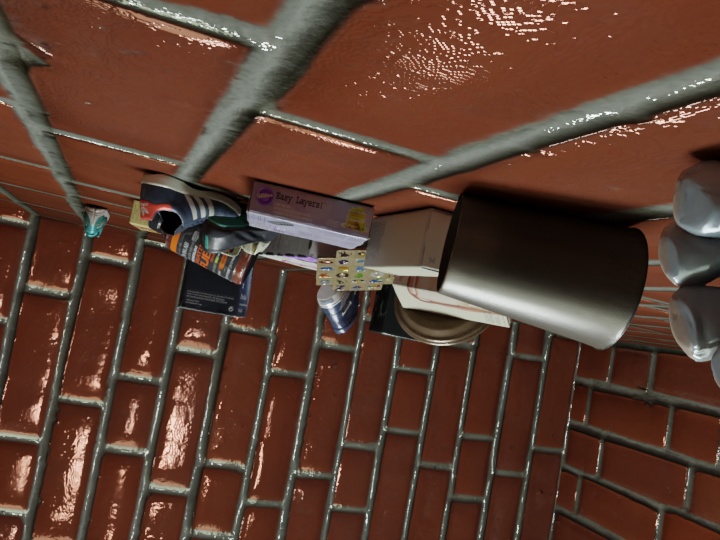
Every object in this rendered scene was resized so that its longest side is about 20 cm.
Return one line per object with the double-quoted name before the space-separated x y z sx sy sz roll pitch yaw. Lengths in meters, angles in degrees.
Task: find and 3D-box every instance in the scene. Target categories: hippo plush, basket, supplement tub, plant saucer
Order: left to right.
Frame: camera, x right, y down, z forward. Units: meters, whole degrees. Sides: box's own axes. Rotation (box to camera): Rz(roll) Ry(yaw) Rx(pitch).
"supplement tub" -0.279 -0.064 1.333 0.196 0.109 0.107 26 175 -2
"plant saucer" 0.153 0.042 1.322 0.195 0.203 0.030 9 144 23
"basket" 0.193 -0.005 0.835 0.194 0.140 0.180 15 172 1
"hippo plush" 0.319 -0.016 0.514 0.156 0.162 0.203 -6 137 -13

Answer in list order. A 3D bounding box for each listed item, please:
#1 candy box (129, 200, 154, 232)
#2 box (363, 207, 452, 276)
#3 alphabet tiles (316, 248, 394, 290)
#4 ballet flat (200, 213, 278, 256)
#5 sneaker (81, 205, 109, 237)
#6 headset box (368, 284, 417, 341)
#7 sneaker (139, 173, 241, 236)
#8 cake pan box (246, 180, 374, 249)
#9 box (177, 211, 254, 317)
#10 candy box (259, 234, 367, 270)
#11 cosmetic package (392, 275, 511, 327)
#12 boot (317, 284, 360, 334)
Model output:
"candy box" -0.403 -0.103 1.653 0.194 0.057 0.115 11 176 -4
"box" 0.076 -0.036 1.056 0.067 0.085 0.199 13 177 -21
"alphabet tiles" 0.000 0.000 1.354 0.161 0.007 0.201 -1 159 -5
"ballet flat" -0.197 -0.060 1.246 0.071 0.075 0.198 8 -169 29
"sneaker" -0.736 -0.132 2.035 0.075 0.082 0.199 12 177 -16
"headset box" 0.089 0.054 1.584 0.090 0.179 0.200 12 175 -7
"sneaker" -0.283 -0.095 1.225 0.074 0.087 0.198 7 174 41
"cake pan box" -0.081 -0.079 1.129 0.179 0.054 0.200 14 176 -6
"box" -0.276 -0.014 1.482 0.120 0.205 0.200 9 176 -4
"candy box" -0.082 -0.045 1.423 0.165 0.074 0.198 14 174 -37
"cosmetic package" 0.165 0.017 1.254 0.195 0.106 0.088 8 153 24
"boot" -0.029 0.037 1.532 0.071 0.092 0.201 -6 -147 29
